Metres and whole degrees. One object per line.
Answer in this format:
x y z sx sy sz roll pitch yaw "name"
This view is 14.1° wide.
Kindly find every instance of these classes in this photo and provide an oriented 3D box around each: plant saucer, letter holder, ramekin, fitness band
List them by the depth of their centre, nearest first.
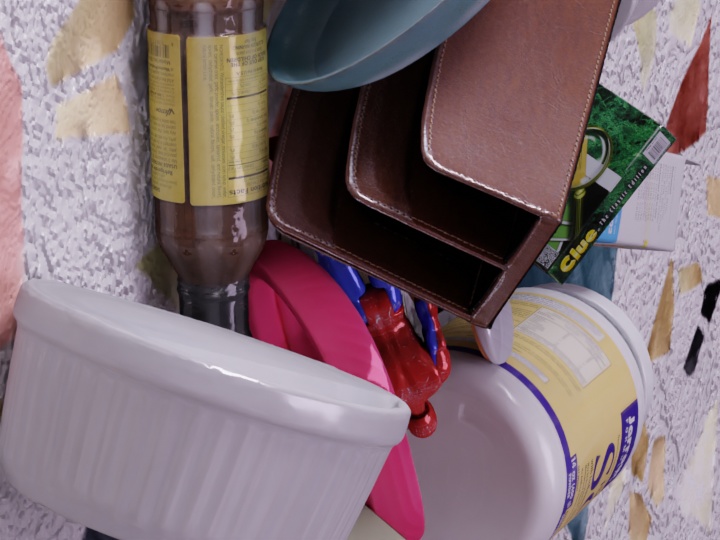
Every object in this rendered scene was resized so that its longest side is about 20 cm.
-0.082 0.079 1.394 0.202 0.201 0.095 13 95 -65 "ramekin"
0.033 -0.161 1.502 0.027 0.199 0.201 46 49 -23 "plant saucer"
0.044 -0.097 1.529 0.101 0.141 0.201 122 -11 -49 "letter holder"
-0.015 0.070 1.596 0.037 0.144 0.201 -27 130 -14 "fitness band"

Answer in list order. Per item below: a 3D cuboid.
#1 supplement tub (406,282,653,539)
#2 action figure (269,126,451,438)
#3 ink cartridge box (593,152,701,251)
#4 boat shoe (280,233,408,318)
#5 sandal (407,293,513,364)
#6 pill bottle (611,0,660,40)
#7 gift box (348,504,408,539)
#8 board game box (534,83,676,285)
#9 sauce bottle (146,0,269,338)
0.092 0.094 1.815 0.200 0.144 0.146 -32 125 -58 "supplement tub"
0.005 0.009 1.619 0.052 0.065 0.201 -121 -170 -67 "action figure"
0.141 -0.052 1.920 0.200 0.114 0.068 5 92 -65 "ink cartridge box"
0.000 0.000 1.685 0.075 0.068 0.201 -38 128 -54 "boat shoe"
0.037 -0.032 1.741 0.079 0.059 0.208 39 31 -69 "sandal"
0.136 -0.208 1.692 0.200 0.119 0.120 -62 148 -55 "pill bottle"
-0.018 0.270 1.516 0.186 0.184 0.201 -24 129 -31 "gift box"
0.079 -0.082 1.656 0.105 0.200 0.023 -51 139 -2 "board game box"
-0.079 -0.049 1.515 0.065 0.064 0.202 -28 123 -60 "sauce bottle"
